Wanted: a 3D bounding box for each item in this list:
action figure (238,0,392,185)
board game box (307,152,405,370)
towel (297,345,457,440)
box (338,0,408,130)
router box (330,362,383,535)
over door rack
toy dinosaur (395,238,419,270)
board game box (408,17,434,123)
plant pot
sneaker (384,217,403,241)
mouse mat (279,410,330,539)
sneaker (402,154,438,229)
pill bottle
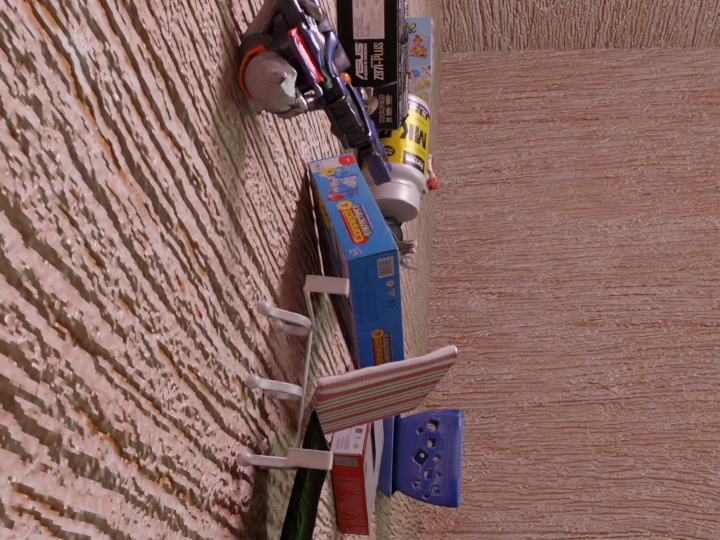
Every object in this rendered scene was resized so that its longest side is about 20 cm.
[{"bbox_3d":[-0.047,-0.159,0.683,0.200,0.104,0.193,64,20,-10],"label":"action figure"},{"bbox_3d":[-0.004,0.000,0.894,0.196,0.056,0.200,-113,-167,-49],"label":"board game box"},{"bbox_3d":[0.010,0.130,0.816,0.200,0.146,0.030,112,-38,-62],"label":"towel"},{"bbox_3d":[0.025,-0.322,1.151,0.164,0.086,0.201,-65,155,-68],"label":"box"},{"bbox_3d":[-0.002,0.276,1.202,0.200,0.049,0.180,-76,165,-55],"label":"router box"},{"bbox_3d":[-0.063,0.095,0.658,0.200,0.066,0.148,130,-34,-70],"label":"over door rack"},{"bbox_3d":[0.000,0.000,1.087,0.200,0.077,0.103,-51,-146,42],"label":"toy dinosaur"},{"bbox_3d":[0.095,-0.401,1.537,0.103,0.104,0.201,-60,152,-73],"label":"board game box"},{"bbox_3d":[0.133,0.402,1.677,0.200,0.179,0.201,42,50,-78],"label":"plant pot"},{"bbox_3d":[0.031,-0.042,1.225,0.082,0.073,0.200,62,13,11],"label":"sneaker"},{"bbox_3d":[-0.059,0.238,0.688,0.161,0.008,0.201,-157,-101,-81],"label":"mouse mat"},{"bbox_3d":[0.120,-0.168,1.726,0.067,0.108,0.202,13,79,-81],"label":"sneaker"},{"bbox_3d":[0.057,-0.189,1.294,0.114,0.114,0.201,70,22,-67],"label":"pill bottle"}]
